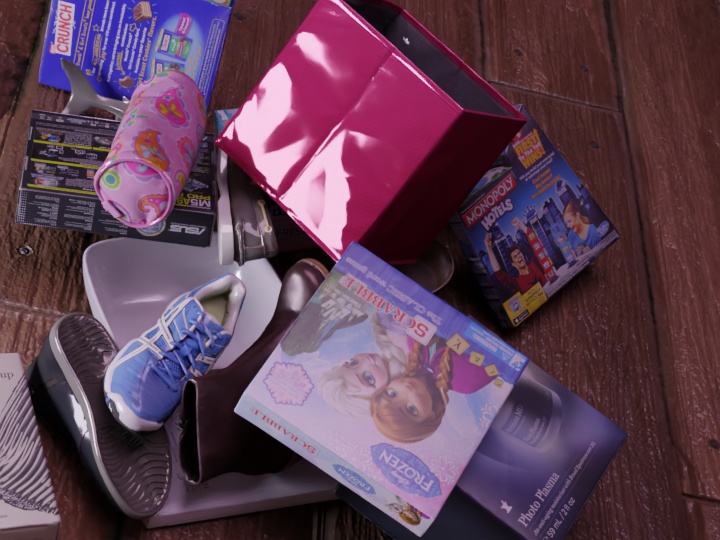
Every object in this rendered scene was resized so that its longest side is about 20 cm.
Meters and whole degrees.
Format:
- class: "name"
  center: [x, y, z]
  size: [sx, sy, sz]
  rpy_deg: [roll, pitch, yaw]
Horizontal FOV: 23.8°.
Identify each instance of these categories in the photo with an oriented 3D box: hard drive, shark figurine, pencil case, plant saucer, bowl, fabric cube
- class: "hard drive"
  center: [-0.127, 0.175, 1.630]
  size: [0.199, 0.026, 0.132]
  rpy_deg: [-5, 47, -26]
- class: "shark figurine"
  center: [-0.238, -0.165, 1.912]
  size: [0.128, 0.090, 0.215]
  rpy_deg: [-21, 57, -39]
- class: "pencil case"
  center: [-0.208, -0.124, 1.718]
  size: [0.087, 0.088, 0.200]
  rpy_deg: [16, 33, -5]
- class: "plant saucer"
  center: [0.000, 0.000, 1.833]
  size: [0.199, 0.032, 0.200]
  rpy_deg: [4, 28, -2]
- class: "bowl"
  center: [-0.171, 0.052, 1.706]
  size: [0.199, 0.075, 0.200]
  rpy_deg: [-6, 45, -25]
- class: "fabric cube"
  center: [0.013, -0.143, 1.739]
  size: [0.200, 0.200, 0.196]
  rpy_deg: [44, 19, 16]

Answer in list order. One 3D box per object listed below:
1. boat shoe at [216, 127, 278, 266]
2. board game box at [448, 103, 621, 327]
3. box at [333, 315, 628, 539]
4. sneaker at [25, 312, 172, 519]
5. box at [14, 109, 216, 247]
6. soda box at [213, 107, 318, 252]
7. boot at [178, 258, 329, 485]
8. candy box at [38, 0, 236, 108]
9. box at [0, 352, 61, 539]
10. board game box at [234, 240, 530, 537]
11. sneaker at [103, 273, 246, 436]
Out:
- class: "boat shoe"
  center: [-0.118, -0.078, 1.767]
  size: [0.060, 0.072, 0.202]
  rpy_deg: [-1, 40, -5]
- class: "board game box"
  center: [0.173, -0.071, 1.906]
  size: [0.200, 0.062, 0.200]
  rpy_deg: [-37, 106, -33]
- class: "box"
  center: [0.116, 0.183, 1.625]
  size: [0.198, 0.123, 0.200]
  rpy_deg: [36, 43, 6]
- class: "sneaker"
  center: [-0.242, 0.147, 1.575]
  size: [0.075, 0.106, 0.201]
  rpy_deg: [-12, 70, -36]
- class: "box"
  center: [-0.251, -0.097, 1.773]
  size: [0.199, 0.044, 0.161]
  rpy_deg: [7, 35, -11]
- class: "soda box"
  center: [-0.105, -0.103, 1.884]
  size: [0.063, 0.069, 0.200]
  rpy_deg: [-9, 39, -21]
- class: "boot"
  center: [-0.091, 0.092, 1.560]
  size: [0.072, 0.201, 0.166]
  rpy_deg: [9, 8, 38]
- class: "candy box"
  center: [-0.255, -0.275, 1.960]
  size: [0.199, 0.170, 0.077]
  rpy_deg: [15, 36, -6]
- class: "box"
  center: [-0.327, 0.170, 1.523]
  size: [0.082, 0.069, 0.200]
  rpy_deg: [-4, 47, -24]
- class: "board game box"
  center: [0.023, 0.102, 1.527]
  size: [0.200, 0.041, 0.200]
  rpy_deg: [33, 56, 2]
- class: "sneaker"
  center: [-0.168, 0.069, 1.555]
  size: [0.076, 0.077, 0.200]
  rpy_deg: [41, 41, -11]
